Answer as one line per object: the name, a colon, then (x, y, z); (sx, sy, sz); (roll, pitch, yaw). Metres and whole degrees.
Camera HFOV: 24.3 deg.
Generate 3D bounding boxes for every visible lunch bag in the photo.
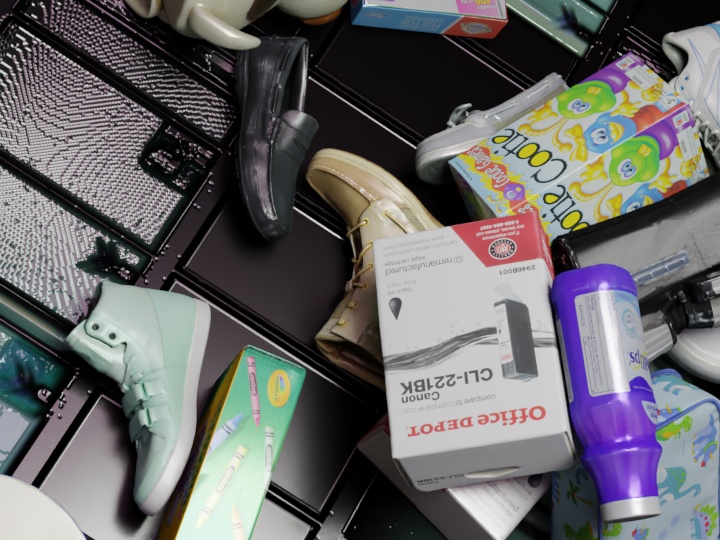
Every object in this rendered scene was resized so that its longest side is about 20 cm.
lunch bag: (0.243, 0.194, 1.452); (0.161, 0.200, 0.082); (-24, 35, -26)

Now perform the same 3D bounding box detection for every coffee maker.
coffee maker: (0.270, -0.025, 1.456); (0.200, 0.135, 0.192); (-21, 67, -1)

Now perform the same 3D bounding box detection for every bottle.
bottle: (0.199, 0.098, 1.329); (0.065, 0.084, 0.200); (-13, 74, 22)

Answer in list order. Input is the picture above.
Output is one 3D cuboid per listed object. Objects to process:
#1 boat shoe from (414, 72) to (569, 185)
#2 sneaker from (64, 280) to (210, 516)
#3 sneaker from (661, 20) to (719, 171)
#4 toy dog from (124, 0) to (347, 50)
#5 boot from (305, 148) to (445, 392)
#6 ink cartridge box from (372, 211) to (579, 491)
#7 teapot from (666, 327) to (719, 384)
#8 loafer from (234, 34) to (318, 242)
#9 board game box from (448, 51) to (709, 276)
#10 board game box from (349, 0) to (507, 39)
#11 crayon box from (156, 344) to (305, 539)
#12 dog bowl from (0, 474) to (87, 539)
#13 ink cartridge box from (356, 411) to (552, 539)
boat shoe: (0.128, -0.136, 1.597); (0.202, 0.074, 0.065); (-22, 73, -28)
sneaker: (-0.197, 0.103, 1.393); (0.118, 0.074, 0.201); (17, 56, -19)
sneaker: (0.348, -0.158, 1.685); (0.087, 0.075, 0.200); (-5, 64, -13)
toy dog: (-0.093, -0.284, 1.528); (0.200, 0.140, 0.194); (-9, 42, -32)
boot: (0.000, 0.000, 1.504); (0.200, 0.073, 0.155); (42, 65, -4)
ink cartridge box: (0.094, 0.067, 1.382); (0.144, 0.084, 0.200); (-10, 64, 10)
teapot: (0.354, 0.013, 1.580); (0.197, 0.146, 0.200); (16, 91, 9)
loafer: (-0.073, -0.124, 1.516); (0.070, 0.068, 0.201); (-9, 67, 16)
board game box: (0.200, -0.091, 1.529); (0.200, 0.103, 0.105); (-32, 42, -5)
board game box: (0.062, -0.334, 1.662); (0.153, 0.040, 0.200); (4, 70, -17)
crayon box: (-0.114, 0.174, 1.372); (0.058, 0.119, 0.200); (23, 65, -9)
dog bowl: (-0.305, 0.259, 1.298); (0.200, 0.079, 0.200); (6, 69, -16)
ink cartridge box: (0.120, 0.130, 1.486); (0.145, 0.084, 0.200); (45, 64, 1)
